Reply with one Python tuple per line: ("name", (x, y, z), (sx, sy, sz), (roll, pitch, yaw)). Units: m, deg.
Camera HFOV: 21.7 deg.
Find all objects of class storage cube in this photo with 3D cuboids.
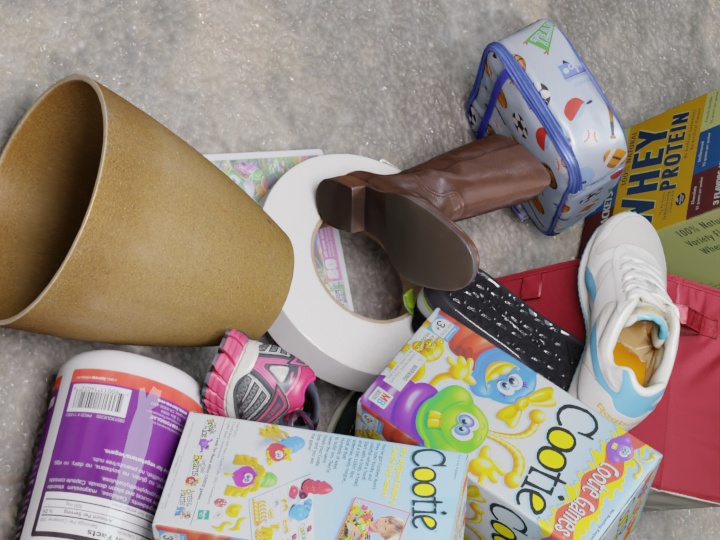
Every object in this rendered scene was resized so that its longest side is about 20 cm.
("storage cube", (0.205, 0.102, 1.594), (0.170, 0.200, 0.181), (16, 74, -32))

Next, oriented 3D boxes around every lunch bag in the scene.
("lunch bag", (0.154, -0.123, 1.618), (0.075, 0.200, 0.161), (-31, 79, -12))

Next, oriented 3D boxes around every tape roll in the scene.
("tape roll", (0.000, 0.000, 1.522), (0.202, 0.037, 0.204), (15, 57, -24))

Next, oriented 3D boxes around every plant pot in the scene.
("plant pot", (-0.154, -0.018, 1.377), (0.199, 0.186, 0.188), (23, 64, -32))

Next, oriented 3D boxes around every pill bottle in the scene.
("pill bottle", (-0.183, 0.166, 1.344), (0.112, 0.112, 0.201), (24, 64, -28))

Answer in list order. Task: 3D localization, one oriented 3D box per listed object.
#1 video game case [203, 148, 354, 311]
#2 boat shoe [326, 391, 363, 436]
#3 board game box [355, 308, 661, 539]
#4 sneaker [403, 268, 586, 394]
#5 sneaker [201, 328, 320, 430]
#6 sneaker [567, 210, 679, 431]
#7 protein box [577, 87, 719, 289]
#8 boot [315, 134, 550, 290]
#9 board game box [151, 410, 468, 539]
("video game case", (-0.101, -0.024, 1.516), (0.199, 0.018, 0.144), (-5, 81, -37))
("boat shoe", (0.038, 0.113, 1.547), (0.075, 0.066, 0.199), (50, 54, -11))
("board game box", (0.104, 0.141, 1.387), (0.199, 0.105, 0.103), (33, 61, 18))
("sneaker", (0.119, 0.074, 1.477), (0.200, 0.083, 0.072), (44, 51, 6))
("sneaker", (-0.065, 0.118, 1.411), (0.074, 0.200, 0.081), (17, 68, 15))
("sneaker", (0.212, 0.034, 1.445), (0.076, 0.081, 0.201), (21, 53, -16))
("protein box", (0.345, -0.048, 1.734), (0.199, 0.198, 0.136), (28, 62, -26))
("boot", (0.094, -0.053, 1.497), (0.199, 0.186, 0.065), (-13, 122, -37))
("board game box", (-0.032, 0.182, 1.305), (0.199, 0.103, 0.105), (8, 46, 8))
